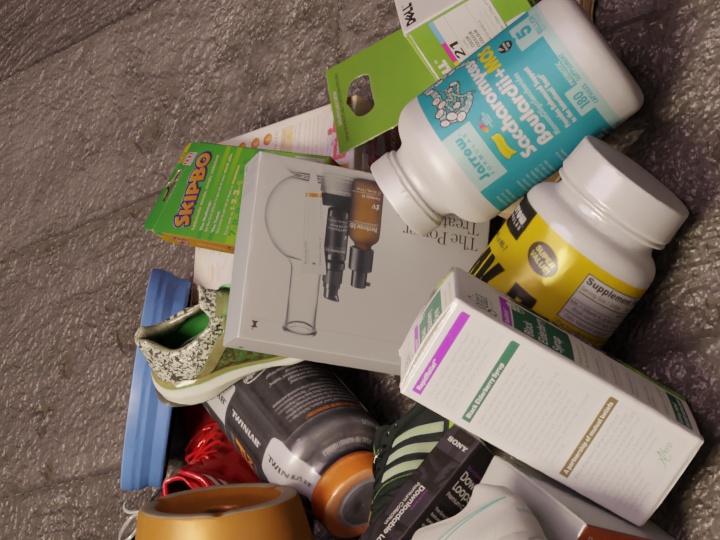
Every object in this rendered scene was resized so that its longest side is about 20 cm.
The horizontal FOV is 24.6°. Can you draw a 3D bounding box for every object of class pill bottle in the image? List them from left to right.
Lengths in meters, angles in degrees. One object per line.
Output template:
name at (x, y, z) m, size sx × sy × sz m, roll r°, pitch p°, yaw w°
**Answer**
pill bottle at (-0.048, 0.134, 1.371) m, size 0.106 × 0.106 × 0.200 m, roll -58°, pitch 45°, yaw 13°
pill bottle at (0.106, -0.111, 1.249) m, size 0.200 × 0.111 × 0.111 m, roll -37°, pitch 51°, yaw 12°
pill bottle at (0.145, 0.008, 1.220) m, size 0.200 × 0.114 × 0.114 m, roll -54°, pitch 46°, yaw 16°

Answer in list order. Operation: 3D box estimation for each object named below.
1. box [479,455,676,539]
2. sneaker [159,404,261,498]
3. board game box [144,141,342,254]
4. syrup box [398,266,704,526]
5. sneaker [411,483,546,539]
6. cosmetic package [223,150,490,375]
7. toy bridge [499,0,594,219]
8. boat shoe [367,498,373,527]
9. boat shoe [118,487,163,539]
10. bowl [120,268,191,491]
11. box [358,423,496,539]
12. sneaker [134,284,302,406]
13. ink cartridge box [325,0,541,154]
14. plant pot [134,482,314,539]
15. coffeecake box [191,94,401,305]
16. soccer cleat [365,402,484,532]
box at (0.116, 0.247, 1.157) m, size 0.097 × 0.124 × 0.201 m, roll 35°, pitch 101°, yaw 45°
sneaker at (-0.131, 0.162, 1.436) m, size 0.078 × 0.115 × 0.200 m, roll -56°, pitch 46°, yaw 14°
board game box at (-0.106, -0.061, 1.432) m, size 0.200 × 0.030 × 0.096 m, roll 12°, pitch 69°, yaw 45°
syrup box at (0.128, 0.086, 1.143) m, size 0.082 × 0.200 × 0.079 m, roll -57°, pitch 8°, yaw 14°
sneaker at (0.048, 0.223, 1.101) m, size 0.200 × 0.070 × 0.080 m, roll -43°, pitch 41°, yaw 18°
cosmetic package at (0.000, 0.000, 1.306) m, size 0.052 × 0.199 × 0.151 m, roll 153°, pitch 125°, yaw -69°
toy bridge at (0.158, -0.130, 1.316) m, size 0.067 × 0.027 × 0.201 m, roll 7°, pitch 80°, yaw 44°
boat shoe at (0.038, 0.267, 1.265) m, size 0.066 × 0.072 × 0.202 m, roll -3°, pitch 75°, yaw 18°
boat shoe at (-0.173, 0.238, 1.430) m, size 0.075 × 0.062 × 0.200 m, roll -12°, pitch 26°, yaw 12°
bowl at (-0.183, 0.100, 1.488) m, size 0.201 × 0.039 × 0.202 m, roll -172°, pitch 90°, yaw -85°
box at (0.047, 0.222, 1.181) m, size 0.200 × 0.143 × 0.036 m, roll -48°, pitch 44°, yaw -6°
sneaker at (-0.096, 0.039, 1.335) m, size 0.199 × 0.089 × 0.077 m, roll -29°, pitch 51°, yaw 6°
ink cartridge box at (0.045, -0.202, 1.351) m, size 0.199 × 0.076 × 0.148 m, roll -29°, pitch 35°, yaw 13°
plant pot at (-0.101, 0.266, 1.273) m, size 0.200 × 0.200 × 0.184 m, roll -3°, pitch 95°, yaw 44°
coffeecake box at (-0.055, -0.051, 1.466) m, size 0.200 × 0.073 × 0.154 m, roll -14°, pitch 66°, yaw 41°
soccer cleat at (0.038, 0.160, 1.254) m, size 0.081 × 0.068 × 0.200 m, roll 7°, pitch 44°, yaw 30°
